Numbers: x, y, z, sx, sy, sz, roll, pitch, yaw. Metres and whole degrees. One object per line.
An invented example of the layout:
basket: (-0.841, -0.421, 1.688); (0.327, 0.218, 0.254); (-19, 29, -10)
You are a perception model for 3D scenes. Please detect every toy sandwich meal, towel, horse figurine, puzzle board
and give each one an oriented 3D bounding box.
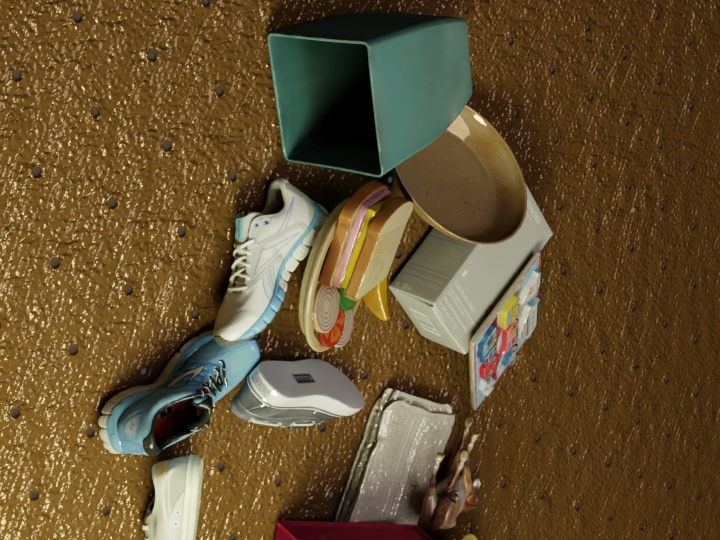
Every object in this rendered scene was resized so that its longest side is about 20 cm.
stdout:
toy sandwich meal: (0.000, 0.000, 1.559); (0.205, 0.070, 0.206); (18, 90, -72)
towel: (0.044, 0.250, 1.749); (0.132, 0.034, 0.201); (19, 89, -44)
horse figurine: (0.116, 0.273, 1.780); (0.200, 0.050, 0.133); (-39, 142, -67)
puzzle board: (0.185, 0.081, 1.782); (0.151, 0.017, 0.200); (-51, 159, -20)

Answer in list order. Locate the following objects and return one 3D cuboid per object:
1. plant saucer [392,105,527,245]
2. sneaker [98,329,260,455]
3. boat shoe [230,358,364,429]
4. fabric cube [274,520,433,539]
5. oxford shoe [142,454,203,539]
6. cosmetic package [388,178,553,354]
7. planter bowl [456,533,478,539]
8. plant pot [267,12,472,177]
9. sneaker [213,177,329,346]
plant saucer: (0.106, -0.111, 1.640); (0.199, 0.035, 0.201); (20, 52, -27)
sneaker: (-0.171, 0.135, 1.468); (0.200, 0.090, 0.079); (-39, 126, -33)
boat shoe: (-0.071, 0.147, 1.589); (0.068, 0.072, 0.200); (-44, 156, 20)
fabric cube: (0.009, 0.415, 1.620); (0.199, 0.196, 0.201); (8, 97, -27)
oxford shoe: (-0.205, 0.285, 1.511); (0.057, 0.075, 0.201); (6, 111, -3)
cosmetic package: (0.136, -0.013, 1.721); (0.200, 0.090, 0.107); (-52, 134, -15)
planter bowl: (0.093, 0.431, 1.794); (0.200, 0.083, 0.202); (3, 90, -70)
plant pot: (0.025, -0.209, 1.526); (0.200, 0.141, 0.142); (-31, 122, -42)
sneaker: (-0.114, -0.013, 1.498); (0.087, 0.075, 0.201); (46, 57, -31)
